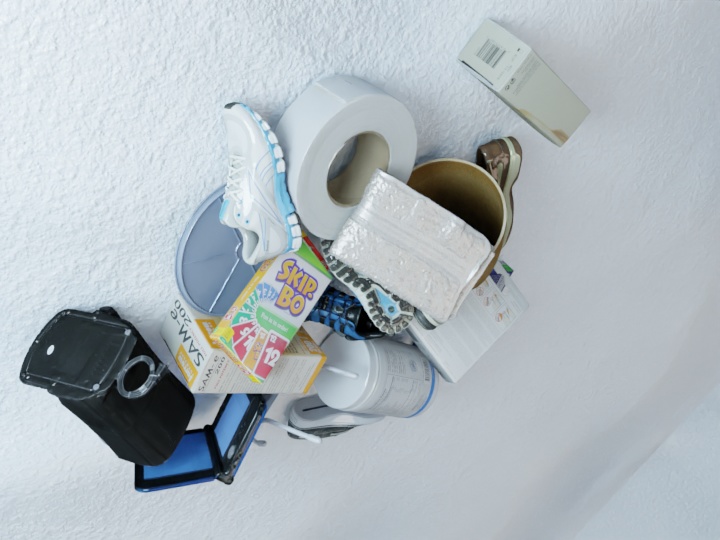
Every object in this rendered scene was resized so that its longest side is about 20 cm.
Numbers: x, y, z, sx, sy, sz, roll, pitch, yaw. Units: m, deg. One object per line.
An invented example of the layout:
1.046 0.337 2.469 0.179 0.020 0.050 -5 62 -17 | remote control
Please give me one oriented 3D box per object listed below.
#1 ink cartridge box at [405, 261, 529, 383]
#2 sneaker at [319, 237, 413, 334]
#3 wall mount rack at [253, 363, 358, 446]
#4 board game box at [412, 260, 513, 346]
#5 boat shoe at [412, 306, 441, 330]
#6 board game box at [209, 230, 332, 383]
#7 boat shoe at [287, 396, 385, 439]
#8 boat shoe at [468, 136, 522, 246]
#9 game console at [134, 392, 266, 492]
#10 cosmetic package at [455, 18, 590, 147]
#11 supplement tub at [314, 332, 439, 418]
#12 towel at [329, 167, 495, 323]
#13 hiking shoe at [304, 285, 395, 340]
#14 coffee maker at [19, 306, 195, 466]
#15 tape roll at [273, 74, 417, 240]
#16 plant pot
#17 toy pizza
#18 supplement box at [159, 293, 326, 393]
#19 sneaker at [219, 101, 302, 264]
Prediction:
0.175 0.067 1.291 0.200 0.050 0.163 -43 107 -16 | ink cartridge box
0.000 0.000 1.091 0.078 0.090 0.201 -30 101 -4 | sneaker
-0.102 0.195 1.128 0.075 0.173 0.201 44 55 -19 | wall mount rack
0.188 0.073 1.385 0.134 0.034 0.201 0 126 -41 | board game box
0.083 0.052 1.164 0.068 0.200 0.072 -42 108 7 | boat shoe
-0.108 0.039 0.988 0.096 0.030 0.201 53 54 -34 | board game box
-0.044 0.261 1.350 0.198 0.072 0.071 1 135 -28 | boat shoe
0.202 -0.118 1.203 0.074 0.075 0.204 -12 125 -18 | boat shoe
-0.232 0.221 1.070 0.118 0.200 0.172 27 89 -19 | game console
0.234 -0.262 1.064 0.199 0.105 0.071 23 111 -47 | cosmetic package
0.031 0.180 1.277 0.199 0.132 0.132 19 113 -46 | supplement tub
0.071 -0.028 0.986 0.199 0.034 0.133 30 98 -14 | towel
-0.038 0.051 1.113 0.199 0.086 0.075 25 73 -40 | hiking shoe
-0.295 0.161 0.941 0.135 0.191 0.201 -46 145 -18 | coffee maker
-0.022 -0.144 0.965 0.201 0.071 0.204 -27 137 -28 | tape roll
0.141 -0.042 1.149 0.186 0.187 0.200 -41 154 0 | plant pot
-0.161 -0.033 0.983 0.199 0.032 0.202 -28 134 -33 | toy pizza
-0.162 0.105 1.051 0.199 0.126 0.074 9 119 -45 | supplement box
-0.134 -0.096 0.889 0.086 0.075 0.202 -30 118 -29 | sneaker
